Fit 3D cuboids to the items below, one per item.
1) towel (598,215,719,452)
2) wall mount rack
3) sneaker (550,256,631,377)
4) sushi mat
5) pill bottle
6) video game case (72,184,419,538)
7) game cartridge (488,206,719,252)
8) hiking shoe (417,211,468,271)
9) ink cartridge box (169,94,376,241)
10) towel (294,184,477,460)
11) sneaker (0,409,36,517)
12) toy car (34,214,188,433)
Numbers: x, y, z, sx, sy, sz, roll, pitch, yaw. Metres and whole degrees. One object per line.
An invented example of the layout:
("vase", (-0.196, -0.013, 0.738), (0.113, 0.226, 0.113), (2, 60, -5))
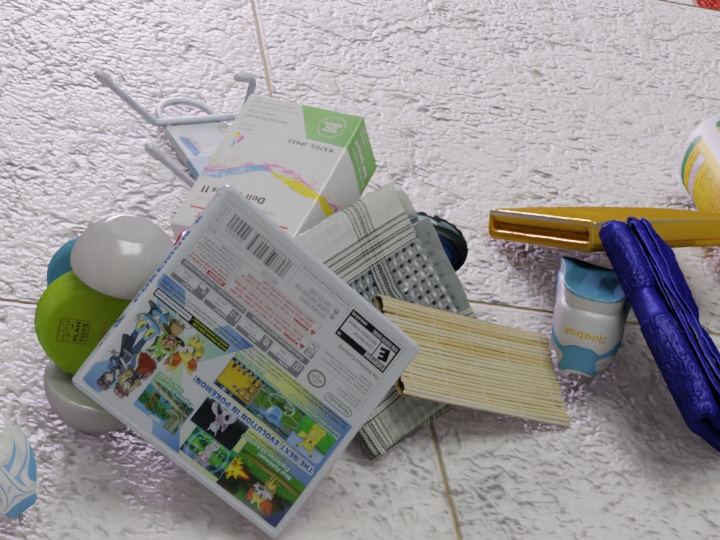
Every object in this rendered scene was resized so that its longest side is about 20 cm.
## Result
("towel", (0.280, 0.055, 1.762), (0.148, 0.049, 0.201), (32, 32, -59))
("wall mount rack", (-0.150, -0.126, 1.887), (0.173, 0.075, 0.200), (-7, 41, -32))
("sneaker", (0.203, 0.038, 1.831), (0.076, 0.081, 0.200), (14, 13, 11))
("sushi mat", (0.094, 0.076, 1.705), (0.199, 0.012, 0.096), (14, 50, -40))
("pill bottle", (0.397, -0.061, 2.022), (0.112, 0.113, 0.200), (4, 36, -20))
("video game case", (-0.081, 0.069, 1.509), (0.200, 0.183, 0.022), (40, -7, -22))
("game cartridge", (0.248, -0.040, 1.921), (0.199, 0.033, 0.176), (0, 5, -28))
("hiking shoe", (0.000, 0.000, 1.796), (0.199, 0.075, 0.087), (-2, 41, -10))
("ink cartridge box", (-0.081, -0.050, 1.740), (0.116, 0.068, 0.201), (13, 54, 22))
("towel", (0.025, 0.036, 1.696), (0.200, 0.034, 0.193), (-29, 90, -49))
("sneaker", (-0.297, 0.115, 1.505), (0.072, 0.073, 0.200), (-31, 40, -15))
("toy car", (-0.157, 0.025, 1.586), (0.199, 0.176, 0.150), (3, 33, -21))
